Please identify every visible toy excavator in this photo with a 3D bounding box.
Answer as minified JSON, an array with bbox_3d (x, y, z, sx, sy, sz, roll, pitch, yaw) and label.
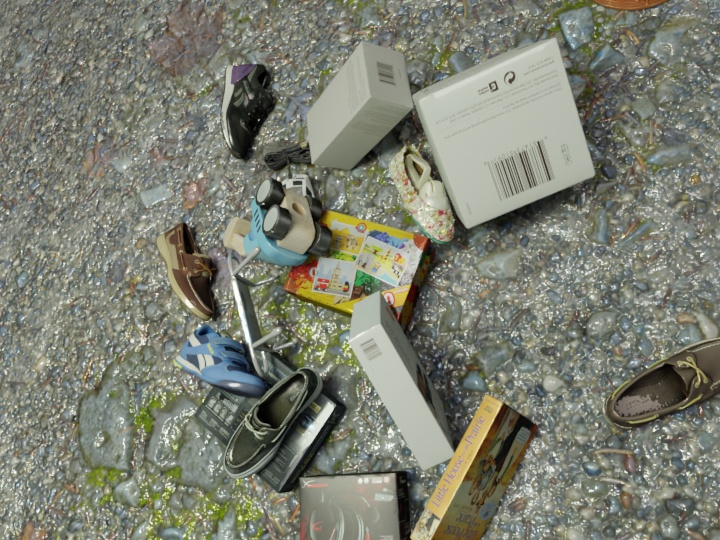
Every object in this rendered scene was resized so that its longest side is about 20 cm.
[{"bbox_3d":[-0.157,-0.059,0.917,0.200,0.100,0.195,-46,43,28],"label":"toy excavator"}]

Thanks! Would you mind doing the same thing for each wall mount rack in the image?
[{"bbox_3d":[-0.147,0.052,0.839,0.074,0.174,0.201,-18,78,1],"label":"wall mount rack"}]

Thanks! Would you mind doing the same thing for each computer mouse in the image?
[{"bbox_3d":[-0.117,-0.131,1.004,0.109,0.044,0.201,-13,69,19],"label":"computer mouse"}]

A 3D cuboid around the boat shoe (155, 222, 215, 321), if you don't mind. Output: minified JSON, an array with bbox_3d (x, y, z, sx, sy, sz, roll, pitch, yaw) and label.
[{"bbox_3d":[-0.298,-0.004,1.010,0.072,0.072,0.200,-35,61,6],"label":"boat shoe"}]

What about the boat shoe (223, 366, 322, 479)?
[{"bbox_3d":[-0.140,0.219,0.832,0.072,0.071,0.200,37,87,24],"label":"boat shoe"}]

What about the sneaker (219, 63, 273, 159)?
[{"bbox_3d":[-0.211,-0.310,1.074,0.087,0.076,0.201,-6,72,9],"label":"sneaker"}]

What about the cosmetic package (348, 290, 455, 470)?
[{"bbox_3d":[0.054,0.141,0.763,0.051,0.151,0.201,-28,102,6],"label":"cosmetic package"}]

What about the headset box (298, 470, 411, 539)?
[{"bbox_3d":[-0.005,0.390,0.792,0.148,0.075,0.201,-7,72,15],"label":"headset box"}]

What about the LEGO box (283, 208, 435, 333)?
[{"bbox_3d":[0.000,0.000,0.908,0.199,0.077,0.150,17,80,21],"label":"LEGO box"}]

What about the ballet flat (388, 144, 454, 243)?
[{"bbox_3d":[0.097,-0.129,0.893,0.200,0.075,0.064,63,140,38],"label":"ballet flat"}]

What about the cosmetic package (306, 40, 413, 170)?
[{"bbox_3d":[-0.009,-0.262,0.928,0.200,0.084,0.108,-34,59,54],"label":"cosmetic package"}]

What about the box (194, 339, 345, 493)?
[{"bbox_3d":[-0.146,0.224,0.900,0.199,0.051,0.158,31,85,24],"label":"box"}]

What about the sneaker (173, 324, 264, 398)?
[{"bbox_3d":[-0.215,0.139,0.880,0.199,0.074,0.083,15,72,40],"label":"sneaker"}]

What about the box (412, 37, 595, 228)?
[{"bbox_3d":[0.203,-0.199,0.826,0.198,0.131,0.201,-23,107,7],"label":"box"}]

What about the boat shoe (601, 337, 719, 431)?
[{"bbox_3d":[0.415,0.147,0.742,0.199,0.060,0.072,-29,67,7],"label":"boat shoe"}]

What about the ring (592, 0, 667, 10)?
[{"bbox_3d":[0.466,-0.530,0.955,0.199,0.019,0.202,-5,72,17],"label":"ring"}]

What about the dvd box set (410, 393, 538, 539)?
[{"bbox_3d":[0.155,0.271,0.740,0.029,0.146,0.201,24,81,42],"label":"dvd box set"}]
